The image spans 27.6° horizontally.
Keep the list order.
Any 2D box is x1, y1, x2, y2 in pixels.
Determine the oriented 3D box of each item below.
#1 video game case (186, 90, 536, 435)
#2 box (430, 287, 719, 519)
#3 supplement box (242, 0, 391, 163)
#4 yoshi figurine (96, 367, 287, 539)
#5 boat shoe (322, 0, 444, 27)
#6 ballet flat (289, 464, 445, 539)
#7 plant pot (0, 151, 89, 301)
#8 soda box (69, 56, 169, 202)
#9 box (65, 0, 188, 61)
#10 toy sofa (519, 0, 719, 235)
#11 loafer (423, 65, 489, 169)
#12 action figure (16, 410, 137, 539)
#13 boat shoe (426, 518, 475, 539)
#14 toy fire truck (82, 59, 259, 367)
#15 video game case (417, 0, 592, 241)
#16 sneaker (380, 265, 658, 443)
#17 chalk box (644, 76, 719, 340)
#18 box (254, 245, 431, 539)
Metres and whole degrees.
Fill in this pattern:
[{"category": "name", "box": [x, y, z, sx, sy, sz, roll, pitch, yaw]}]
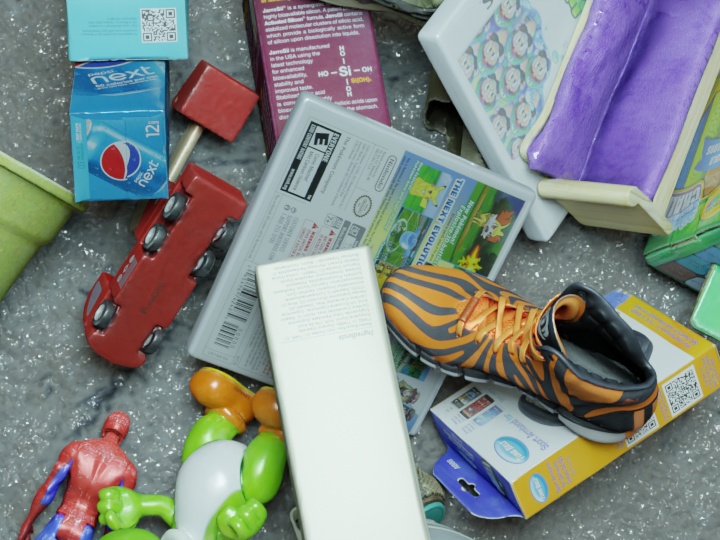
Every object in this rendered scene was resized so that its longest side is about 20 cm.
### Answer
[{"category": "video game case", "box": [0.000, 0.000, 1.020, 0.181, 0.022, 0.201, 21, 105, -17]}, {"category": "box", "box": [0.142, 0.095, 1.037, 0.199, 0.119, 0.042, -30, 120, -14]}, {"category": "supplement box", "box": [-0.032, -0.135, 1.085, 0.085, 0.110, 0.201, -8, 76, -7]}, {"category": "yoshi figurine", "box": [-0.119, 0.163, 0.984, 0.111, 0.112, 0.201, 28, 73, -7]}, {"category": "boat shoe", "box": [0.053, -0.206, 1.031, 0.200, 0.066, 0.072, 4, 99, -25]}, {"category": "ballet flat", "box": [-0.031, 0.199, 1.024, 0.200, 0.068, 0.075, -37, 59, -19]}, {"category": "plant pot", "box": [-0.314, -0.011, 0.997, 0.199, 0.200, 0.185, 26, 85, 2]}, {"category": "soda box", "box": [-0.167, -0.125, 1.032, 0.064, 0.068, 0.200, -2, 32, -7]}, {"category": "box", "box": [-0.165, -0.213, 1.063, 0.082, 0.049, 0.200, -2, 32, -6]}, {"category": "toy sofa", "box": [0.200, -0.134, 1.053, 0.083, 0.097, 0.201, 11, 71, 44]}, {"category": "loafer", "box": [0.080, -0.142, 1.115, 0.067, 0.076, 0.201, -10, 76, -14]}, {"category": "action figure", "box": [-0.205, 0.188, 1.012, 0.065, 0.052, 0.201, 24, 69, -4]}, {"category": "boat shoe", "box": [0.081, 0.217, 0.991, 0.200, 0.071, 0.070, 20, 84, -19]}, {"category": "toy fire truck", "box": [-0.137, -0.042, 1.054, 0.049, 0.141, 0.201, 29, 101, -26]}, {"category": "video game case", "box": [0.136, -0.154, 1.059, 0.024, 0.200, 0.182, 11, 55, 43]}, {"category": "sneaker", "box": [0.104, 0.033, 0.949, 0.199, 0.112, 0.078, 23, 68, 12]}, {"category": "chalk box", "box": [0.299, -0.041, 1.063, 0.124, 0.124, 0.201, 26, 72, -13]}, {"category": "box", "box": [-0.013, 0.091, 0.949, 0.082, 0.068, 0.201, -9, 77, -6]}]
